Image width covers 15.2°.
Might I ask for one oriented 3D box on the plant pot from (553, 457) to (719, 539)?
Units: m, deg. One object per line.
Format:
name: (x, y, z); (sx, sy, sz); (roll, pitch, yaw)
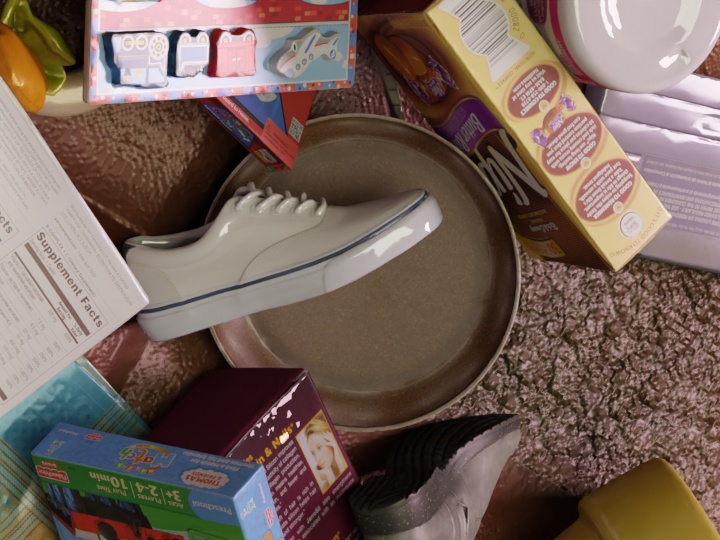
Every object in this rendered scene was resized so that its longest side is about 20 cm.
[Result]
plant pot: (0.162, 0.252, 1.759); (0.189, 0.201, 0.201); (-27, 112, -3)

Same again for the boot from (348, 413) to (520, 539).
boot: (0.056, 0.175, 1.705); (0.200, 0.068, 0.131); (-36, 115, -59)

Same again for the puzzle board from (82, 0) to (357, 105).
puzzle board: (-0.074, -0.175, 1.543); (0.200, 0.017, 0.151); (-8, 106, -43)

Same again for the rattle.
rattle: (-0.132, -0.160, 1.557); (0.200, 0.143, 0.131); (-10, 86, -18)

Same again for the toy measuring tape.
toy measuring tape: (0.051, -0.086, 1.696); (0.073, 0.074, 0.200); (-17, 107, -22)

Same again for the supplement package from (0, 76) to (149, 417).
supplement package: (-0.231, -0.029, 1.495); (0.111, 0.200, 0.156); (-38, 114, -14)

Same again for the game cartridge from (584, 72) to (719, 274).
game cartridge: (0.229, -0.066, 1.807); (0.200, 0.038, 0.130); (11, 99, -27)

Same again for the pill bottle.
pill bottle: (0.125, -0.174, 1.638); (0.113, 0.200, 0.114); (-5, 102, -25)

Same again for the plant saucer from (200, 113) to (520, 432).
plant saucer: (0.000, 0.000, 1.668); (0.200, 0.032, 0.201); (1, 101, 6)

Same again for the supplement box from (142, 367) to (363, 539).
supplement box: (-0.054, 0.171, 1.664); (0.110, 0.086, 0.200); (-46, 122, -40)

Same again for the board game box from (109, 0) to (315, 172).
board game box: (-0.090, -0.155, 1.577); (0.200, 0.019, 0.103); (43, 51, -41)

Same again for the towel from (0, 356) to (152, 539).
towel: (-0.205, 0.159, 1.649); (0.200, 0.022, 0.147); (-45, 116, -10)

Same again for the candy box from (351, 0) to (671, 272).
candy box: (0.089, -0.093, 1.616); (0.056, 0.117, 0.200); (-44, 108, -14)

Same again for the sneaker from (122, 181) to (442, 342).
sneaker: (-0.052, -0.019, 1.616); (0.200, 0.073, 0.071); (-20, 103, 10)

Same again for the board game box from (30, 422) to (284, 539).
board game box: (-0.104, 0.190, 1.605); (0.037, 0.151, 0.200); (-48, 135, -41)
